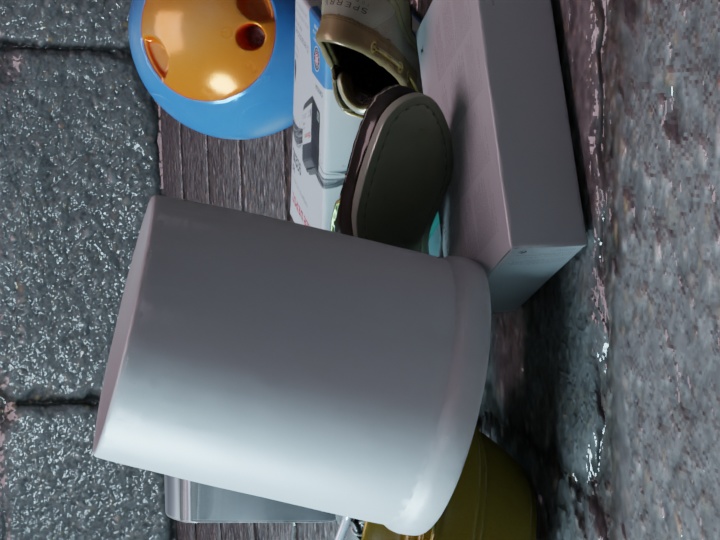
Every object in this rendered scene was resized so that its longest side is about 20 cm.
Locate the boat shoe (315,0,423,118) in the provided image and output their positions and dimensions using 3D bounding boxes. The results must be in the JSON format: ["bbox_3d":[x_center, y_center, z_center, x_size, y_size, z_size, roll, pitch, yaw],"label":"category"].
[{"bbox_3d":[0.009,-0.139,1.159,0.067,0.074,0.200,-67,-24,-16],"label":"boat shoe"}]

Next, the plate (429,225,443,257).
[{"bbox_3d":[0.035,0.055,1.228,0.200,0.025,0.201,-161,90,-82],"label":"plate"}]

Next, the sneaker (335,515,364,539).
[{"bbox_3d":[0.021,0.221,1.357,0.116,0.075,0.201,-121,22,-53],"label":"sneaker"}]

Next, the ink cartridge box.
[{"bbox_3d":[-0.004,-0.114,1.337,0.145,0.083,0.201,-119,29,-64],"label":"ink cartridge box"}]

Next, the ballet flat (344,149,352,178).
[{"bbox_3d":[0.000,0.000,1.259,0.068,0.068,0.201,-64,-8,-79],"label":"ballet flat"}]

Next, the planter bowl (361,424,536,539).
[{"bbox_3d":[0.061,0.172,1.069,0.200,0.083,0.201,-167,90,-80],"label":"planter bowl"}]

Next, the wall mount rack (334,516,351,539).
[{"bbox_3d":[0.003,0.224,1.277,0.200,0.074,0.174,37,155,41],"label":"wall mount rack"}]

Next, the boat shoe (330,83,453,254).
[{"bbox_3d":[0.012,-0.040,1.064,0.061,0.072,0.202,49,149,38],"label":"boat shoe"}]

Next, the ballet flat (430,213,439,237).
[{"bbox_3d":[0.011,-0.016,1.181,0.071,0.069,0.200,43,125,29],"label":"ballet flat"}]

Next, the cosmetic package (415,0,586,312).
[{"bbox_3d":[0.083,-0.088,1.031,0.151,0.051,0.201,129,137,-70],"label":"cosmetic package"}]

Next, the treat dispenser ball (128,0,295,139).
[{"bbox_3d":[-0.113,-0.221,1.531,0.201,0.200,0.202,177,90,-77],"label":"treat dispenser ball"}]

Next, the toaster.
[{"bbox_3d":[-0.106,0.179,1.603,0.181,0.199,0.119,159,112,-76],"label":"toaster"}]

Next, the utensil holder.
[{"bbox_3d":[-0.044,0.055,0.981,0.170,0.199,0.171,-168,90,-80],"label":"utensil holder"}]
